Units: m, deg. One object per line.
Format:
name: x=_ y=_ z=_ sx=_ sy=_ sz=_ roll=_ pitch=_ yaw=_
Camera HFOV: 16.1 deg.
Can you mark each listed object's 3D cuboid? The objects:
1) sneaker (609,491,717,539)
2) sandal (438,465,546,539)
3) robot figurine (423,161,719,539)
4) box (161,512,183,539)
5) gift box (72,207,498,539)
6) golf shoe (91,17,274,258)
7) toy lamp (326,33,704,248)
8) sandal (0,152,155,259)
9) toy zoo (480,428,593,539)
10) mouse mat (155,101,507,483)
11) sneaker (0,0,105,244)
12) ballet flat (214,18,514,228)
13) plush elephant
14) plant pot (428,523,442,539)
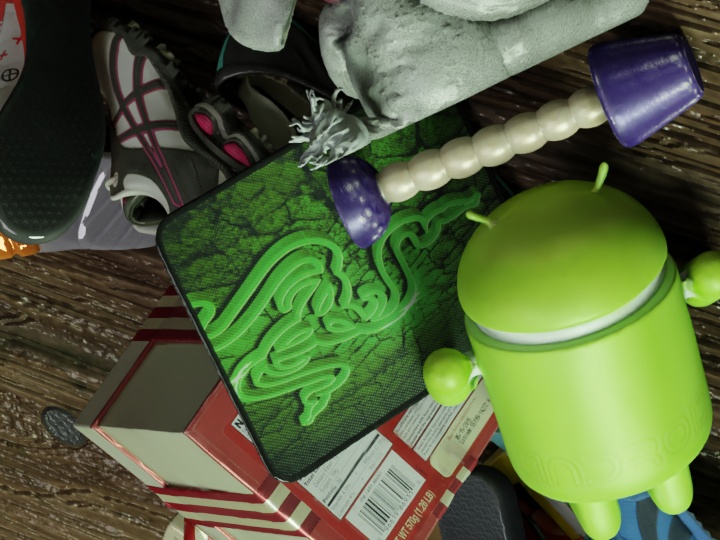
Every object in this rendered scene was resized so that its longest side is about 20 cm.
sneaker: x=0.173 y=0.183 z=1.454 sx=0.200 sy=0.078 sz=0.066 roll=47 pitch=167 yaw=23
sandal: x=0.094 y=0.197 z=1.589 sx=0.076 sy=0.043 sz=0.201 roll=31 pitch=144 yaw=46
robot figurine: x=0.120 y=0.041 z=1.355 sx=0.174 sy=0.116 sz=0.201 roll=-20 pitch=117 yaw=0
box: x=-0.034 y=0.217 z=1.664 sx=0.199 sy=0.078 sz=0.095 roll=31 pitch=139 yaw=8
gift box: x=-0.034 y=0.089 z=1.471 sx=0.200 sy=0.185 sz=0.186 roll=47 pitch=160 yaw=-20
golf shoe: x=-0.118 y=-0.075 z=1.439 sx=0.200 sy=0.088 sz=0.077 roll=43 pitch=177 yaw=47
toy lamp: x=0.081 y=-0.071 z=1.323 sx=0.199 sy=0.058 sz=0.058 roll=-22 pitch=117 yaw=14
sandal: x=-0.203 y=-0.049 z=1.555 sx=0.205 sy=0.059 sz=0.080 roll=3 pitch=112 yaw=-16
toy zoo: x=0.146 y=0.163 z=1.569 sx=0.200 sy=0.020 sz=0.131 roll=47 pitch=139 yaw=-10
mouse mat: x=0.000 y=0.000 z=1.380 sx=0.162 sy=0.199 sz=0.008 roll=63 pitch=158 yaw=-12
sneaker: x=-0.193 y=-0.087 z=1.468 sx=0.067 sy=0.203 sz=0.108 roll=9 pitch=151 yaw=-21
ballet flat: x=-0.003 y=-0.063 z=1.430 sx=0.199 sy=0.068 sz=0.068 roll=37 pitch=138 yaw=1
plush elephant: x=0.012 y=-0.154 z=1.279 sx=0.164 sy=0.199 sz=0.156 roll=-20 pitch=96 yaw=53
plant pot: x=-0.008 y=0.155 z=1.668 sx=0.199 sy=0.028 sz=0.201 roll=20 pitch=136 yaw=20
